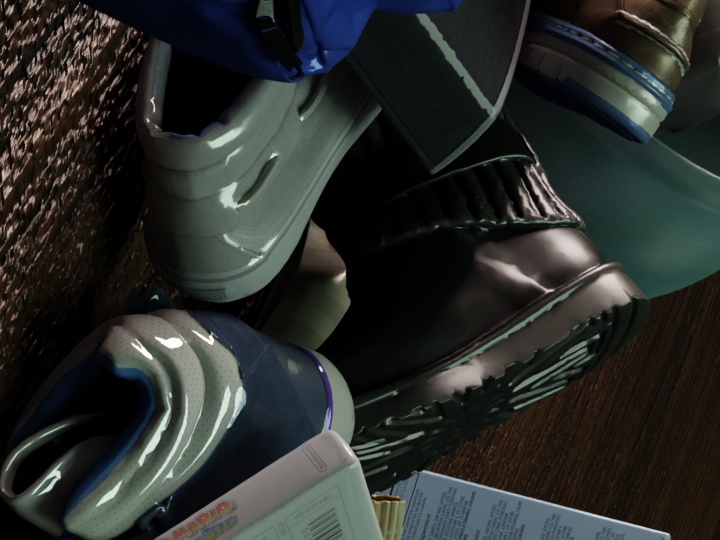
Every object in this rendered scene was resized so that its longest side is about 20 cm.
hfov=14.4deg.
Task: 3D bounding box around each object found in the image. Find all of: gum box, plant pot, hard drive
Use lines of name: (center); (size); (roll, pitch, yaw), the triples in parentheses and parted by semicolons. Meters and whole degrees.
gum box: (0.049, 0.145, 1.348); (0.170, 0.199, 0.045); (72, 35, -66)
plant pot: (0.123, -0.059, 1.508); (0.134, 0.200, 0.200); (-52, 176, 25)
hard drive: (0.024, -0.152, 1.104); (0.135, 0.042, 0.201); (52, 34, -38)

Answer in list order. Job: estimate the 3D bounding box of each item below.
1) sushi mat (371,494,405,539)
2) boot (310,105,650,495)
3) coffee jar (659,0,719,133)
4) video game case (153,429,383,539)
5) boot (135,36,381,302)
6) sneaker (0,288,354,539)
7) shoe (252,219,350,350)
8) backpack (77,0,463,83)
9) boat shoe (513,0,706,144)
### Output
sushi mat: (-0.036, 0.185, 1.290); (0.012, 0.095, 0.201); (-110, -157, -59)
boot: (0.000, 0.001, 1.178); (0.210, 0.158, 0.080); (-25, 158, -30)
coffee jar: (0.125, -0.167, 1.369); (0.201, 0.085, 0.104); (68, 14, 14)
video game case: (-0.062, 0.167, 1.048); (0.182, 0.023, 0.200); (-32, 142, -13)
boot: (-0.028, -0.090, 1.074); (0.096, 0.073, 0.201); (86, 21, -51)
sneaker: (-0.098, 0.101, 1.037); (0.146, 0.081, 0.201); (14, 111, -53)
shoe: (-0.042, 0.050, 1.223); (0.070, 0.053, 0.200); (-43, -172, 45)
backpack: (-0.029, -0.161, 0.818); (0.200, 0.162, 0.168); (74, 37, -65)
boat shoe: (0.089, -0.108, 1.167); (0.073, 0.072, 0.200); (-53, -152, 2)
